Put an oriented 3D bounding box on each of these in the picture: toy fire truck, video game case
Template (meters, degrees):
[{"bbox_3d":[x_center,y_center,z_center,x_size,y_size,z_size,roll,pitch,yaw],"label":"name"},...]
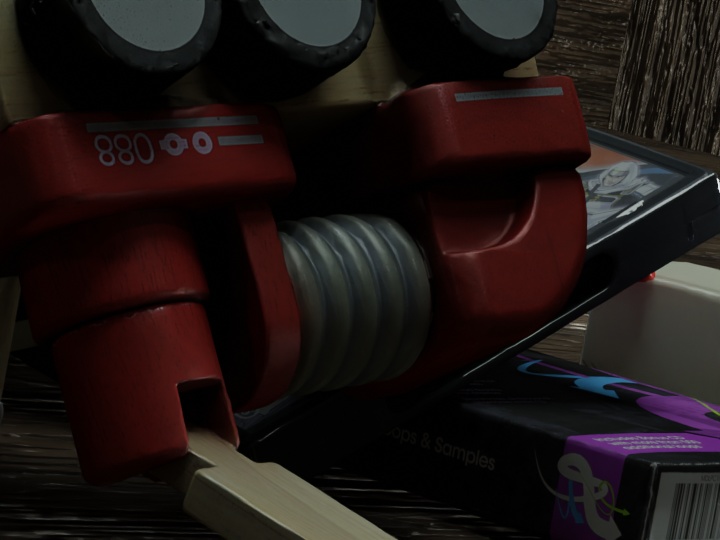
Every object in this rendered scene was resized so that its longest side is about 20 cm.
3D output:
[{"bbox_3d":[-0.006,0.010,0.663,0.175,0.201,0.128,-6,-14,-40],"label":"toy fire truck"},{"bbox_3d":[-0.015,-0.008,0.837,0.180,0.026,0.200,-29,30,-26],"label":"video game case"}]

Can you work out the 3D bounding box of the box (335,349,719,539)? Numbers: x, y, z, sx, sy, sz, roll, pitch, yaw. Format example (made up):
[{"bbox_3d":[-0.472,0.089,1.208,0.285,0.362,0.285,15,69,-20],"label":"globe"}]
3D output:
[{"bbox_3d":[0.057,0.052,0.827,0.199,0.036,0.143,14,6,43],"label":"box"}]

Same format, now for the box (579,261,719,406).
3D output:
[{"bbox_3d":[0.179,0.050,0.906,0.199,0.069,0.082,15,7,31],"label":"box"}]

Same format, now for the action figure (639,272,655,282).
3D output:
[{"bbox_3d":[0.000,0.000,0.922,0.199,0.052,0.065,-14,-8,19],"label":"action figure"}]

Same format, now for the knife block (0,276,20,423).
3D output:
[{"bbox_3d":[-0.189,0.003,0.709,0.175,0.064,0.200,12,7,11],"label":"knife block"}]

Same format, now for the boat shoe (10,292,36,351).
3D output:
[{"bbox_3d":[-0.040,-0.033,0.805,0.200,0.063,0.074,-16,26,-5],"label":"boat shoe"}]
